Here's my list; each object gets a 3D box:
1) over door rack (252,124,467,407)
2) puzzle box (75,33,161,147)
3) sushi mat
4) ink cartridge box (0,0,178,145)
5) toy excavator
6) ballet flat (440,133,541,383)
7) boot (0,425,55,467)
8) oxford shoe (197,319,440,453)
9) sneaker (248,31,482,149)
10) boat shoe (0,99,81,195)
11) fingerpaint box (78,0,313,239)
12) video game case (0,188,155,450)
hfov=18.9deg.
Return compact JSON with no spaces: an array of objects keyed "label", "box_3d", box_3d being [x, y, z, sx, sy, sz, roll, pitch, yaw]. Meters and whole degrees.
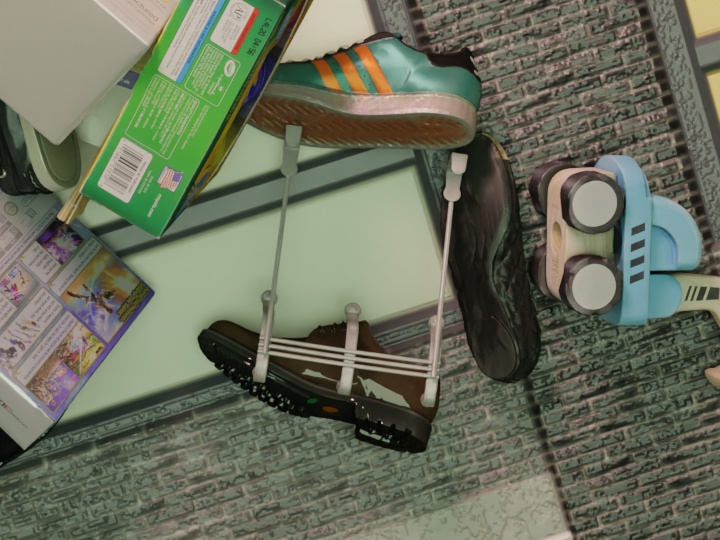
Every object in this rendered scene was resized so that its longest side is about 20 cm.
[{"label":"over door rack","box_3d":[0.000,0.000,1.685,0.147,0.067,0.201,8,78,-4]},{"label":"puzzle box","box_3d":[-0.205,-0.166,1.696,0.199,0.025,0.134,18,94,-6]},{"label":"sushi mat","box_3d":[-0.171,-0.127,1.641,0.012,0.096,0.201,30,94,-3]},{"label":"ink cartridge box","box_3d":[-0.200,-0.217,1.578,0.128,0.200,0.125,40,128,-13]},{"label":"toy excavator","box_3d":[0.241,0.006,1.720,0.199,0.100,0.196,-2,98,-13]},{"label":"ballet flat","box_3d":[0.104,-0.009,1.732,0.066,0.057,0.201,-6,92,24]},{"label":"boot","box_3d":[-0.298,0.136,1.652,0.200,0.168,0.076,-42,98,1]},{"label":"oxford shoe","box_3d":[-0.031,0.074,1.723,0.199,0.073,0.085,20,69,-3]},{"label":"sneaker","box_3d":[-0.003,-0.145,1.697,0.199,0.071,0.080,6,62,7]},{"label":"boat shoe","box_3d":[-0.269,-0.151,1.647,0.066,0.074,0.200,-17,90,28]},{"label":"fingerpaint box","box_3d":[-0.109,-0.142,1.579,0.073,0.167,0.201,31,111,0]},{"label":"video game case","box_3d":[-0.266,0.013,1.629,0.181,0.200,0.045,43,122,-7]}]
